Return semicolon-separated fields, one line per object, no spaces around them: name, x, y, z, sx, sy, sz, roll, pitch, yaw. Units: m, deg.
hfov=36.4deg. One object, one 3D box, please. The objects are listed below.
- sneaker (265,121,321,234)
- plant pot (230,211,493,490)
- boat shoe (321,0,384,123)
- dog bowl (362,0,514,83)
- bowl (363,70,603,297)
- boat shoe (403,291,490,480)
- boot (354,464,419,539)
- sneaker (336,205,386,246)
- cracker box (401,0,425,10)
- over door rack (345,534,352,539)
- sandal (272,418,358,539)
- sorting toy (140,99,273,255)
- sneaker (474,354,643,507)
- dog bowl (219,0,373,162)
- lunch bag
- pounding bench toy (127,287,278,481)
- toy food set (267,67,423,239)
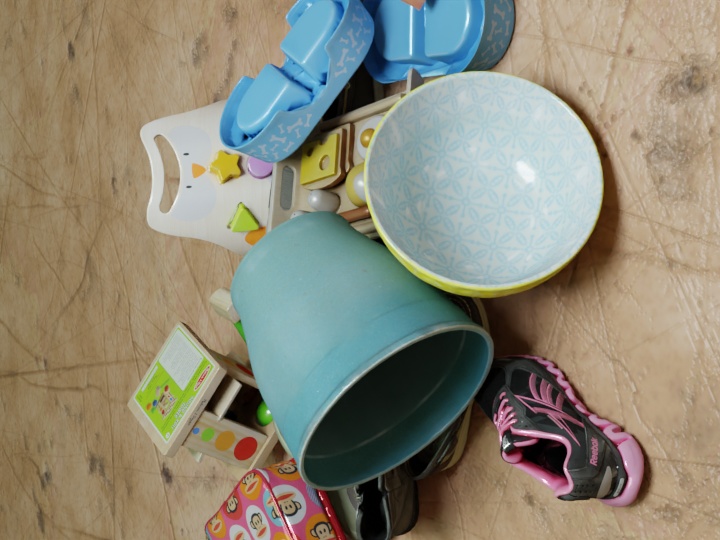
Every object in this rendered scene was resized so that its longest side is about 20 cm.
sneaker;-0.063;-0.091;1.237;0.106;0.074;0.203;-82;-4;-75
plant pot;-0.015;0.056;0.975;0.188;0.198;0.201;52;133;31
boat shoe;-0.019;-0.243;1.190;0.071;0.060;0.204;-17;78;55
dog bowl;0.073;-0.240;1.066;0.199;0.049;0.113;9;100;55
bowl;0.102;-0.059;0.950;0.108;0.198;0.202;87;166;-70
boat shoe;0.079;0.112;1.055;0.072;0.065;0.202;12;112;22
boot;0.021;0.171;1.093;0.131;0.067;0.203;44;-143;-74
sneaker;0.000;0.000;1.128;0.076;0.075;0.200;-46;62;13
cracker box;0.039;-0.358;1.045;0.134;0.057;0.201;-54;39;24
over door rack;-0.058;0.355;1.295;0.147;0.066;0.202;-23;79;54
sandal;-0.030;0.209;1.221;0.201;0.080;0.057;49;174;33
sorting toy;-0.169;-0.116;1.304;0.107;0.178;0.203;164;101;-72
sneaker;0.148;0.135;0.946;0.200;0.094;0.080;37;124;50
dog bowl;-0.061;-0.196;1.099;0.201;0.049;0.112;-53;35;7
lunch bag;-0.090;0.321;1.206;0.200;0.081;0.177;-51;59;45
pounding bench toy;-0.157;0.137;1.360;0.124;0.155;0.201;36;95;50
toy food set;-0.018;-0.102;1.074;0.199;0.060;0.145;-12;68;44
